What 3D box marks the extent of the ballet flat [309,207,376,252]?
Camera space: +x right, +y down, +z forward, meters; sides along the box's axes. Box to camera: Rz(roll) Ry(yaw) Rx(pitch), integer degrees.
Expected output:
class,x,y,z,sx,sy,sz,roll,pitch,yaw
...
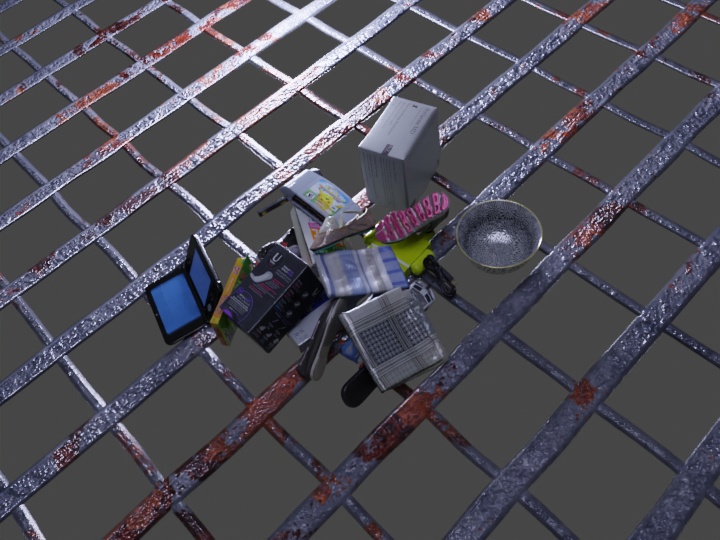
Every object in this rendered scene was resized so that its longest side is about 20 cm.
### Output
class,x,y,z,sx,sy,sz,roll,pitch,yaw
ballet flat,-0.049,-0.101,1.724,0.198,0.068,0.068,-24,8,-38

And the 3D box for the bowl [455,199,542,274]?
class,x,y,z,sx,sy,sz,roll,pitch,yaw
bowl,0.322,-0.059,1.707,0.196,0.095,0.204,-4,53,5

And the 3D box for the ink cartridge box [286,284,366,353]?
class,x,y,z,sx,sy,sz,roll,pitch,yaw
ink cartridge box,-0.088,0.095,1.693,0.199,0.039,0.099,-35,55,-15

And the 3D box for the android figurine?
class,x,y,z,sx,sy,sz,roll,pitch,yaw
android figurine,0.088,-0.048,1.771,0.181,0.041,0.200,33,63,28

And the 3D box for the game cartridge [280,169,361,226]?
class,x,y,z,sx,sy,sz,roll,pitch,yaw
game cartridge,-0.091,-0.172,1.829,0.199,0.041,0.133,37,35,5

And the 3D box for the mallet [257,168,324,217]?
class,x,y,z,sx,sy,sz,roll,pitch,yaw
mallet,-0.183,-0.202,1.909,0.197,0.066,0.041,-25,50,-9

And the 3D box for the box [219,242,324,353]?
class,x,y,z,sx,sy,sz,roll,pitch,yaw
box,-0.197,0.062,1.644,0.122,0.106,0.200,33,76,36

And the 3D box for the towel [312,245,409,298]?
class,x,y,z,sx,sy,sz,roll,pitch,yaw
towel,0.000,0.000,1.664,0.196,0.024,0.148,-6,43,-16

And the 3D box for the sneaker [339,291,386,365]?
class,x,y,z,sx,sy,sz,roll,pitch,yaw
sneaker,0.007,0.112,1.641,0.088,0.079,0.202,14,57,16

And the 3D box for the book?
class,x,y,z,sx,sy,sz,roll,pitch,yaw
book,-0.088,-0.073,1.788,0.131,0.048,0.202,3,48,-28

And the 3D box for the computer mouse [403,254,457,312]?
class,x,y,z,sx,sy,sz,roll,pitch,yaw
computer mouse,0.129,0.063,1.673,0.200,0.044,0.110,-42,83,-19

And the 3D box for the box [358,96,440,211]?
class,x,y,z,sx,sy,sz,roll,pitch,yaw
box,0.105,-0.290,1.844,0.129,0.202,0.200,19,58,22

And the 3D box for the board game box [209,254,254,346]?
class,x,y,z,sx,sy,sz,roll,pitch,yaw
board game box,-0.294,0.066,1.711,0.029,0.096,0.202,9,56,17

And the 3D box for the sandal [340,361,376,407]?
class,x,y,z,sx,sy,sz,roll,pitch,yaw
sandal,0.026,0.216,1.569,0.199,0.076,0.045,-38,14,-28

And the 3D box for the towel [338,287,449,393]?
class,x,y,z,sx,sy,sz,roll,pitch,yaw
towel,0.077,0.142,1.565,0.198,0.035,0.194,-20,71,-32

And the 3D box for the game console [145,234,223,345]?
class,x,y,z,sx,sy,sz,roll,pitch,yaw
game console,-0.425,0.043,1.741,0.115,0.178,0.201,-7,47,-33

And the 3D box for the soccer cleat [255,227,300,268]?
class,x,y,z,sx,sy,sz,roll,pitch,yaw
soccer cleat,-0.180,-0.049,1.801,0.199,0.074,0.068,-32,70,-37

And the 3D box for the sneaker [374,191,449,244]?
class,x,y,z,sx,sy,sz,roll,pitch,yaw
sneaker,0.131,-0.114,1.753,0.198,0.087,0.075,-28,67,10

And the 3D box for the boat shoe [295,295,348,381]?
class,x,y,z,sx,sy,sz,roll,pitch,yaw
boat shoe,-0.088,0.142,1.614,0.056,0.067,0.203,16,79,27
